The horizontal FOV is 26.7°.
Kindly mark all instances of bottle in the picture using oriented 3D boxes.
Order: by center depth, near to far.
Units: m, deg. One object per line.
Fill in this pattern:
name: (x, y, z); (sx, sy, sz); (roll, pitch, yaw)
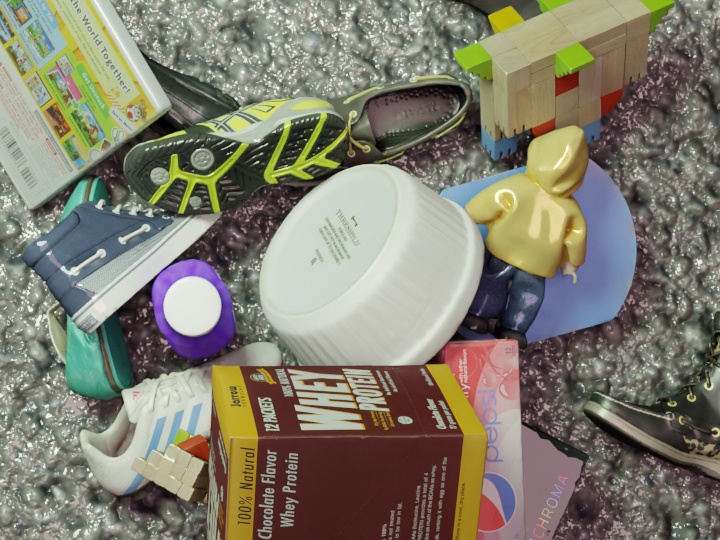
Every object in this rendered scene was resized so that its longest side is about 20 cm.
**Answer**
bottle: (-0.143, 0.033, 1.296); (0.065, 0.200, 0.085); (-22, 89, -7)

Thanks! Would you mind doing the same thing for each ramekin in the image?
ramekin: (0.000, 0.000, 1.305); (0.094, 0.202, 0.203); (41, 84, -34)

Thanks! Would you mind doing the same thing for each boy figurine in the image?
boy figurine: (0.145, -0.037, 1.348); (0.123, 0.064, 0.203); (18, 99, -4)

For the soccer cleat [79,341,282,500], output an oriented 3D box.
soccer cleat: (-0.160, 0.120, 1.346); (0.199, 0.070, 0.087); (-39, 122, -5)

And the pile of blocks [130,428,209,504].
pile of blocks: (-0.119, 0.174, 1.325); (0.082, 0.200, 0.063); (24, 84, 36)

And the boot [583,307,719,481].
boot: (0.316, 0.108, 1.407); (0.198, 0.073, 0.152); (22, 87, -9)

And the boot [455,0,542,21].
boot: (0.130, -0.270, 1.371); (0.197, 0.132, 0.071); (8, 86, -6)

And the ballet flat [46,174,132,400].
ballet flat: (-0.253, 0.017, 1.356); (0.069, 0.067, 0.203); (-9, 87, 13)

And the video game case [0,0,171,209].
video game case: (-0.280, -0.182, 1.330); (0.181, 0.023, 0.202); (-31, 91, 30)

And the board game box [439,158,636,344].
board game box: (0.157, -0.016, 1.414); (0.197, 0.039, 0.160); (-16, 95, -2)

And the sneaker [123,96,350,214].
sneaker: (-0.110, -0.104, 1.333); (0.197, 0.077, 0.076); (-11, 120, -9)

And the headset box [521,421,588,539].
headset box: (0.075, 0.198, 1.368); (0.198, 0.093, 0.176); (27, 85, -4)

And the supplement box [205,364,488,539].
supplement box: (-0.019, 0.190, 1.204); (0.197, 0.133, 0.200); (0, 110, -12)

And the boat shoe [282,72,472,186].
boat shoe: (0.008, -0.133, 1.389); (0.199, 0.061, 0.073); (-21, 90, -7)

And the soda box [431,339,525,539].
soda box: (0.101, 0.161, 1.294); (0.069, 0.063, 0.203); (-2, 87, -6)

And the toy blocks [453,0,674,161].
toy blocks: (0.185, -0.169, 1.377); (0.198, 0.138, 0.100); (-24, 50, -14)

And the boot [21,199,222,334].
boot: (-0.201, -0.035, 1.315); (0.091, 0.073, 0.200); (49, 42, -5)

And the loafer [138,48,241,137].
loafer: (-0.203, -0.157, 1.362); (0.199, 0.068, 0.071); (26, 75, -8)
